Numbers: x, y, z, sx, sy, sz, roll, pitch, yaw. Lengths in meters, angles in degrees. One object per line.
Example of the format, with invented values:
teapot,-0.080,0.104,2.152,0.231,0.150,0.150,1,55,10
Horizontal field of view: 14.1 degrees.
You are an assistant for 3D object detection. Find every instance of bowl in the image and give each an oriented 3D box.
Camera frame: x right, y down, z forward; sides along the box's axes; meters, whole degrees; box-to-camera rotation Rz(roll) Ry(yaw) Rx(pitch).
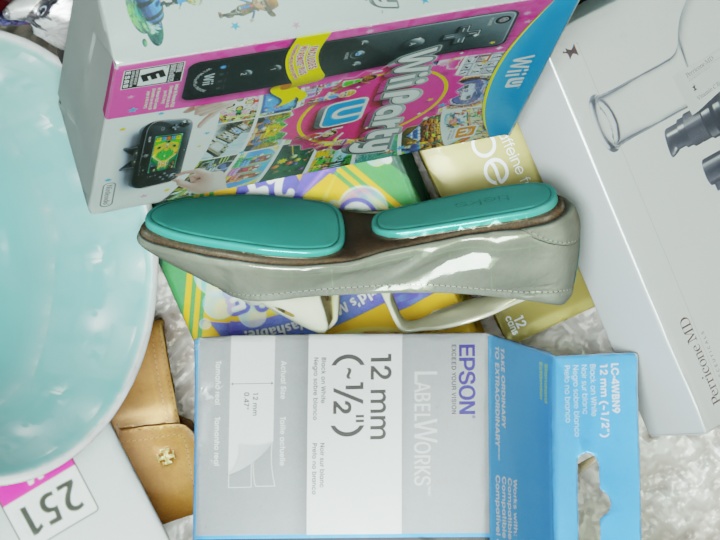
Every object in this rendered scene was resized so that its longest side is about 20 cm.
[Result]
bowl,-0.198,-0.005,1.294,0.201,0.105,0.201,3,85,-45

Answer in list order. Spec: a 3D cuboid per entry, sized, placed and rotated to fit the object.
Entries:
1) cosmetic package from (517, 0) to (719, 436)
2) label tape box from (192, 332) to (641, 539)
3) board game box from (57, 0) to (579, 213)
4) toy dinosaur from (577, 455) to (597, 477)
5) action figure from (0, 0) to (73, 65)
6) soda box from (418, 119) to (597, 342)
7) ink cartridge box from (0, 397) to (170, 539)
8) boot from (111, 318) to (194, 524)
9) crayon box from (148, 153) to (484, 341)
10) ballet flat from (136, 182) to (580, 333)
cosmetic package,0.165,-0.044,1.366,0.151,0.052,0.200,-28,100,-27
label tape box,0.026,0.102,1.310,0.200,0.066,0.143,-1,77,8
board game box,-0.021,-0.097,1.243,0.200,0.148,0.064,-12,70,-14
toy dinosaur,0.024,0.145,1.385,0.200,0.101,0.058,-31,118,-9
action figure,-0.167,-0.179,1.254,0.105,0.200,0.194,-29,89,29
soda box,0.056,-0.069,1.383,0.064,0.068,0.200,-25,99,2
ink cartridge box,-0.177,0.173,1.352,0.200,0.044,0.174,-31,114,-13
boot,-0.143,0.127,1.408,0.144,0.071,0.201,-5,96,-1
crayon box,-0.014,0.020,1.382,0.126,0.052,0.200,-20,108,9
ballet flat,0.000,0.000,1.312,0.200,0.067,0.064,-3,114,2
